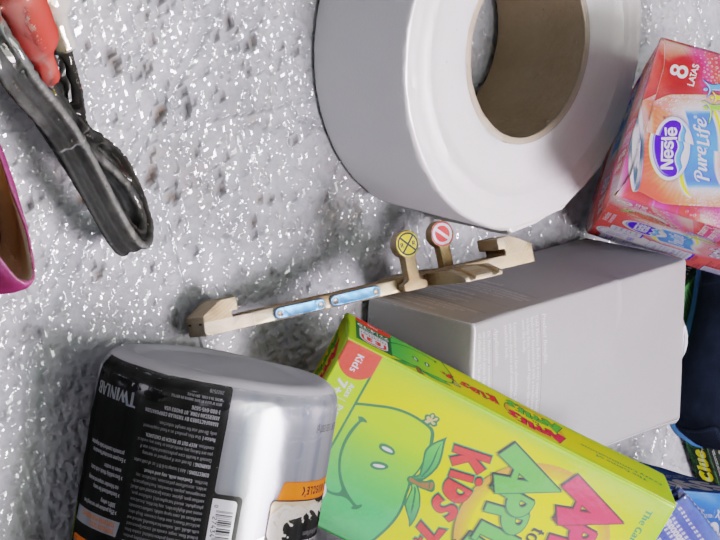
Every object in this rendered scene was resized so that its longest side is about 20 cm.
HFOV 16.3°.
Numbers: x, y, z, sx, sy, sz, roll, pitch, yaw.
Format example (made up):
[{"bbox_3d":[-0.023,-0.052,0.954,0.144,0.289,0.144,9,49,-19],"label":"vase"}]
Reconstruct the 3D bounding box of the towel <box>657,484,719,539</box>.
[{"bbox_3d":[0.143,0.232,1.459,0.200,0.024,0.145,-37,116,1],"label":"towel"}]

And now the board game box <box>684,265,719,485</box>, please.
[{"bbox_3d":[0.245,0.070,1.662,0.105,0.023,0.201,-43,128,-30],"label":"board game box"}]

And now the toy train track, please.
[{"bbox_3d":[0.000,0.000,1.339,0.199,0.115,0.033,-13,93,-26],"label":"toy train track"}]

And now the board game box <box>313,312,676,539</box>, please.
[{"bbox_3d":[0.056,0.116,1.349,0.199,0.048,0.102,27,103,-8],"label":"board game box"}]

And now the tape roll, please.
[{"bbox_3d":[0.068,-0.125,1.386,0.202,0.071,0.203,-15,111,-45],"label":"tape roll"}]

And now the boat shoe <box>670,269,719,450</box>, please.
[{"bbox_3d":[0.255,0.017,1.592,0.084,0.068,0.201,6,95,-48],"label":"boat shoe"}]

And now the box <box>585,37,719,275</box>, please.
[{"bbox_3d":[0.195,-0.060,1.442,0.200,0.102,0.095,74,33,-84],"label":"box"}]

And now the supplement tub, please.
[{"bbox_3d":[-0.085,0.144,1.254,0.122,0.122,0.201,5,98,-47],"label":"supplement tub"}]

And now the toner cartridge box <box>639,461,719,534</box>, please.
[{"bbox_3d":[0.144,0.141,1.519,0.200,0.095,0.043,9,93,-48],"label":"toner cartridge box"}]

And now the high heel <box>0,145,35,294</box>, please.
[{"bbox_3d":[-0.188,-0.086,1.102,0.067,0.096,0.201,-19,114,-42],"label":"high heel"}]

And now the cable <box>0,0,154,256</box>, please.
[{"bbox_3d":[-0.133,-0.080,1.175,0.050,0.097,0.200,-24,123,7],"label":"cable"}]

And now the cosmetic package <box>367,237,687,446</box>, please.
[{"bbox_3d":[0.099,0.052,1.457,0.200,0.090,0.107,-14,111,-47],"label":"cosmetic package"}]
